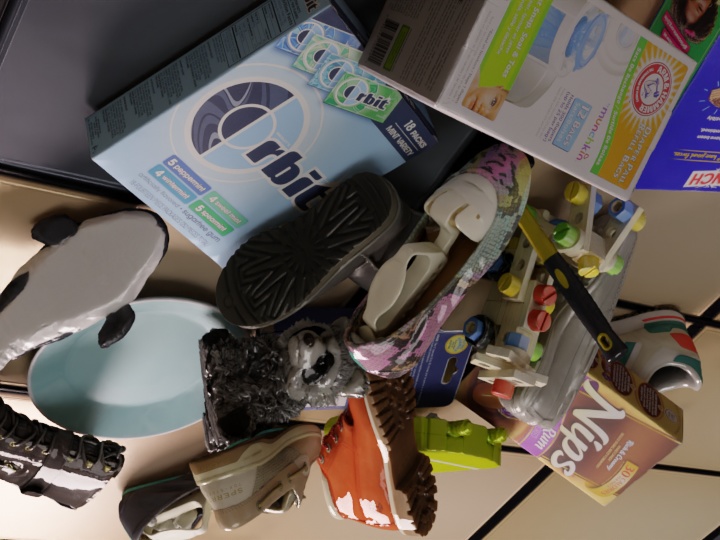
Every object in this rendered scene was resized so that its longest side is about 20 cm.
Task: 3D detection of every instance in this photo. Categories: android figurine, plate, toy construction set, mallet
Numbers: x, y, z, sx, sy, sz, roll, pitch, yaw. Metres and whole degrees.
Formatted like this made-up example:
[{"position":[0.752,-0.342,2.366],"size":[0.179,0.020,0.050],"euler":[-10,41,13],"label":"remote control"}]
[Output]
[{"position":[0.056,0.170,1.196],"size":[0.180,0.042,0.199],"euler":[16,158,-33],"label":"android figurine"},{"position":[-0.191,0.081,1.067],"size":[0.197,0.026,0.202],"euler":[-10,141,-8],"label":"plate"},{"position":[0.151,0.023,1.022],"size":[0.092,0.202,0.130],"euler":[43,157,-31],"label":"toy construction set"},{"position":[0.138,-0.010,0.957],"size":[0.066,0.202,0.041],"euler":[-34,162,29],"label":"mallet"}]

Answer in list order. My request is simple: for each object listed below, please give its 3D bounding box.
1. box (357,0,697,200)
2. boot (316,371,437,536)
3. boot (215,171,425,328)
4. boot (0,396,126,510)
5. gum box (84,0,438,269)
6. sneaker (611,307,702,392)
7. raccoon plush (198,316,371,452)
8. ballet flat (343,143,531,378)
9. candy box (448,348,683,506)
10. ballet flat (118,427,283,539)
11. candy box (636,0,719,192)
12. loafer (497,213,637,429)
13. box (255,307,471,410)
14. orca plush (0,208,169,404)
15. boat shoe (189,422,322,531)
[{"position":[0.116,-0.141,0.830],"size":[0.198,0.101,0.114],"euler":[20,100,-38],"label":"box"},{"position":[-0.002,0.144,1.090],"size":[0.106,0.075,0.203],"euler":[0,112,30],"label":"boot"},{"position":[0.000,0.002,0.987],"size":[0.180,0.073,0.200],"euler":[-29,161,15],"label":"boot"},{"position":[-0.282,0.137,1.038],"size":[0.172,0.070,0.200],"euler":[19,141,-20],"label":"boot"},{"position":[-0.067,-0.101,0.880],"size":[0.198,0.045,0.170],"euler":[-29,142,15],"label":"gum box"},{"position":[0.246,0.107,1.216],"size":[0.197,0.094,0.071],"euler":[-15,142,-4],"label":"sneaker"},{"position":[-0.070,0.094,1.058],"size":[0.132,0.098,0.200],"euler":[-9,171,-13],"label":"raccoon plush"},{"position":[0.055,-0.012,0.891],"size":[0.201,0.069,0.071],"euler":[-55,146,1],"label":"ballet flat"},{"position":[0.198,0.126,1.174],"size":[0.199,0.057,0.117],"euler":[35,124,-9],"label":"candy box"},{"position":[-0.149,0.226,1.223],"size":[0.198,0.074,0.073],"euler":[-23,142,6],"label":"ballet flat"},{"position":[0.300,-0.154,0.937],"size":[0.167,0.078,0.201],"euler":[0,137,-23],"label":"candy box"},{"position":[0.192,0.045,1.086],"size":[0.069,0.070,0.202],"euler":[30,90,-30],"label":"loafer"},{"position":[-0.001,0.083,1.124],"size":[0.197,0.033,0.122],"euler":[1,138,-11],"label":"box"},{"position":[-0.225,0.026,0.946],"size":[0.201,0.105,0.071],"euler":[-53,179,3],"label":"orca plush"},{"position":[-0.078,0.171,1.008],"size":[0.071,0.066,0.200],"euler":[-20,174,15],"label":"boat shoe"}]
